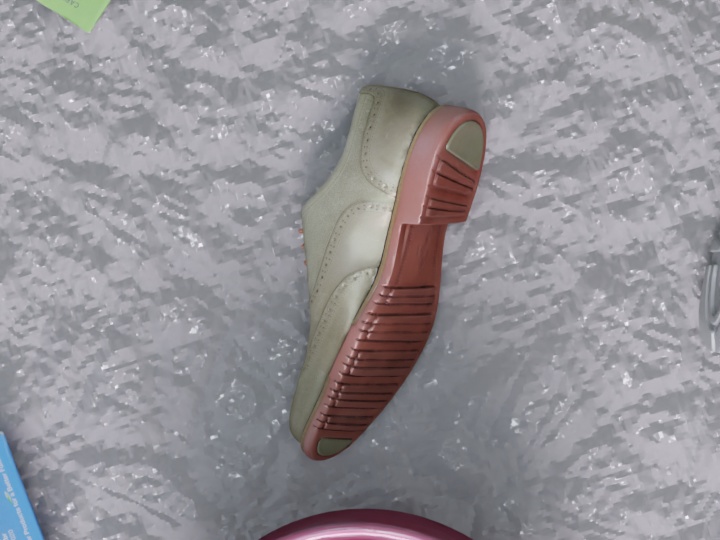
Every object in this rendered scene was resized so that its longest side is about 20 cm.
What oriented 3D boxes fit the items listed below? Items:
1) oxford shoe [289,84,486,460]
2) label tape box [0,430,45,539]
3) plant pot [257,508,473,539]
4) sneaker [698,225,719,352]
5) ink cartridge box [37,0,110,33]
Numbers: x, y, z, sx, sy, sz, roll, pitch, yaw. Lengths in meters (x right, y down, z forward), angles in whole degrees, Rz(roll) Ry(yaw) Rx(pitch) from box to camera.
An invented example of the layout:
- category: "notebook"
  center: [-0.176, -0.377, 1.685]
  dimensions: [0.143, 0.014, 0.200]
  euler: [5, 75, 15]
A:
- category: "oxford shoe"
  center: [0.000, 0.000, 1.565]
  dimensions: [0.074, 0.071, 0.200]
  euler: [25, 96, 27]
- category: "label tape box"
  center: [-0.253, 0.185, 1.539]
  dimensions: [0.200, 0.066, 0.143]
  euler: [-22, 93, -26]
- category: "plant pot"
  center: [0.008, 0.212, 1.510]
  dimensions: [0.200, 0.179, 0.200]
  euler: [0, 93, 5]
- category: "sneaker"
  center: [0.235, -0.047, 1.541]
  dimensions: [0.080, 0.076, 0.200]
  euler: [13, 99, -8]
- category: "ink cartridge box"
  center: [-0.150, -0.244, 1.546]
  dimensions: [0.148, 0.076, 0.200]
  euler: [32, 94, 2]
